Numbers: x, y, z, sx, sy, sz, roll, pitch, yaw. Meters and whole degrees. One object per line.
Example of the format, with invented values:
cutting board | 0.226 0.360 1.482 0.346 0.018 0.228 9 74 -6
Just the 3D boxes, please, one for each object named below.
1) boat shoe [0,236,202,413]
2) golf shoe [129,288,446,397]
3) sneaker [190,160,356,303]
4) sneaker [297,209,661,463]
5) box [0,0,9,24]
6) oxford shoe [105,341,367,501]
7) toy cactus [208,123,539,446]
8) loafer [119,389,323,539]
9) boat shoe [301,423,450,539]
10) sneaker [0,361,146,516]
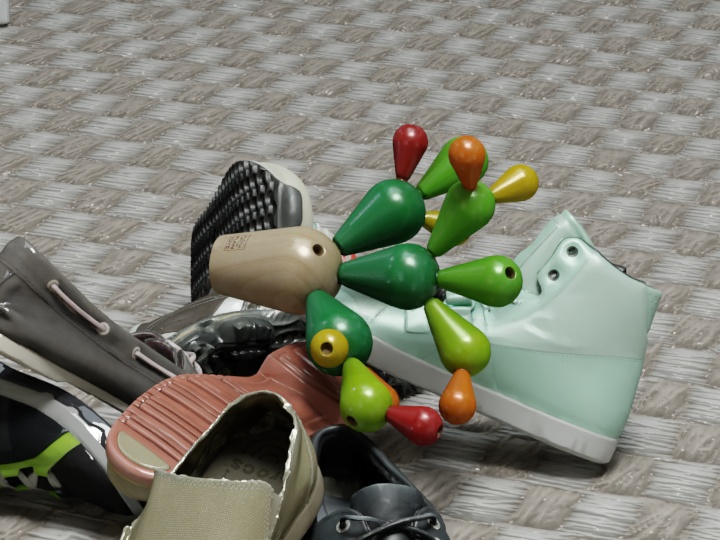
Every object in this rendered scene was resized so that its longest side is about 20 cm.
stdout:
boat shoe | -0.122 0.042 1.523 0.067 0.057 0.200 25 -3 43
golf shoe | -0.040 0.033 1.675 0.199 0.078 0.094 -7 19 -31
sneaker | -0.039 -0.015 1.740 0.093 0.071 0.200 4 -16 -15
sneaker | 0.062 0.012 1.598 0.199 0.119 0.074 22 0 1
box | -0.368 -0.330 2.570 0.130 0.200 0.200 -1 18 -8
oxford shoe | -0.062 0.094 1.492 0.071 0.074 0.200 38 27 25
toy cactus | 0.000 0.000 1.517 0.164 0.102 0.201 4 58 20
loafer | -0.074 0.125 1.332 0.075 0.069 0.200 5 36 17
boat shoe | 0.008 0.127 1.399 0.074 0.067 0.199 1 18 -8
sneaker | -0.195 0.092 1.515 0.199 0.072 0.083 26 71 24
